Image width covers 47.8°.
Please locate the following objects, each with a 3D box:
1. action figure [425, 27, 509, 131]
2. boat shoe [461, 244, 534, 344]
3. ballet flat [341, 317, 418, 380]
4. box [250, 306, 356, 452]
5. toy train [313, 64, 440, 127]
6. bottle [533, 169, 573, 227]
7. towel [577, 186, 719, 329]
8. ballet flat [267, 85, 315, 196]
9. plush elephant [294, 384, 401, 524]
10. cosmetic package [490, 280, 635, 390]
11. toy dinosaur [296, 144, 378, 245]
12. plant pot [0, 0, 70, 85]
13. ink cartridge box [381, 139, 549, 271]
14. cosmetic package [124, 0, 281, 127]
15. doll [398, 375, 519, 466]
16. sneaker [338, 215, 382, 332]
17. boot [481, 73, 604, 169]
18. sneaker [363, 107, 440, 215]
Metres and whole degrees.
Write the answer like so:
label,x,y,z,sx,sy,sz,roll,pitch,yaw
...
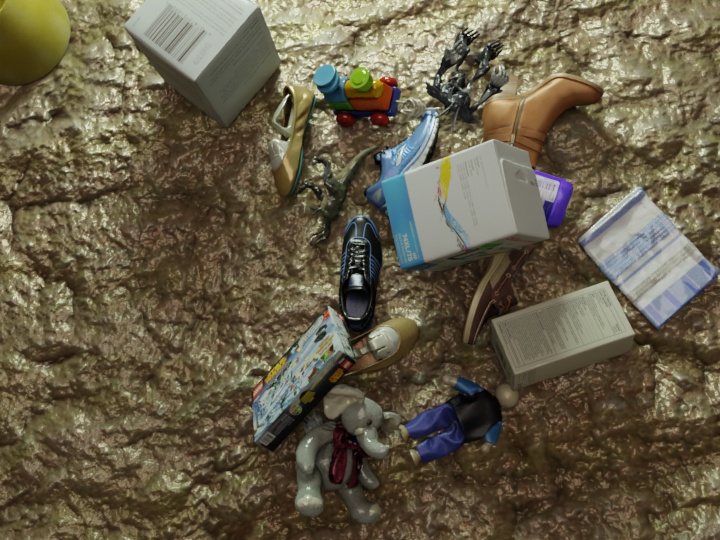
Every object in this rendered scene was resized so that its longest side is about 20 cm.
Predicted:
label,x,y,z,sx,sy,sz,roll,pitch,yaw
action figure,0.178,-0.328,1.355,0.118,0.102,0.201,29,53,-12
boat shoe,0.226,0.036,1.325,0.071,0.072,0.201,24,74,10
ballet flat,0.007,0.136,1.322,0.199,0.063,0.069,-28,79,-2
box,-0.092,0.166,1.261,0.040,0.137,0.200,36,105,-24
toy train,0.025,-0.301,1.362,0.198,0.116,0.085,6,77,29
bottle,0.249,-0.137,1.358,0.198,0.065,0.084,18,100,9
towel,0.474,-0.024,1.341,0.147,0.024,0.200,-39,78,-3
ballet flat,-0.129,-0.227,1.401,0.063,0.068,0.202,20,70,-27
plush elephant,-0.013,0.263,1.232,0.155,0.164,0.201,-45,40,22
cosmetic package,0.315,0.103,1.284,0.198,0.073,0.104,-17,59,-2
toy dinosaur,-0.055,-0.144,1.389,0.088,0.047,0.201,30,95,0
plant pot,-0.647,-0.458,1.463,0.198,0.142,0.202,-1,78,4
ink cartridge box,0.164,-0.095,1.261,0.199,0.146,0.147,-18,80,32
cosmetic package,-0.261,-0.384,1.386,0.164,0.200,0.165,38,84,11
doll,0.161,0.232,1.297,0.199,0.048,0.137,-25,78,-1
sneaker,0.000,0.000,1.345,0.069,0.078,0.202,-1,78,4
boot,0.305,-0.250,1.374,0.198,0.077,0.157,6,77,8
sneaker,0.070,-0.195,1.382,0.089,0.079,0.201,29,82,7
